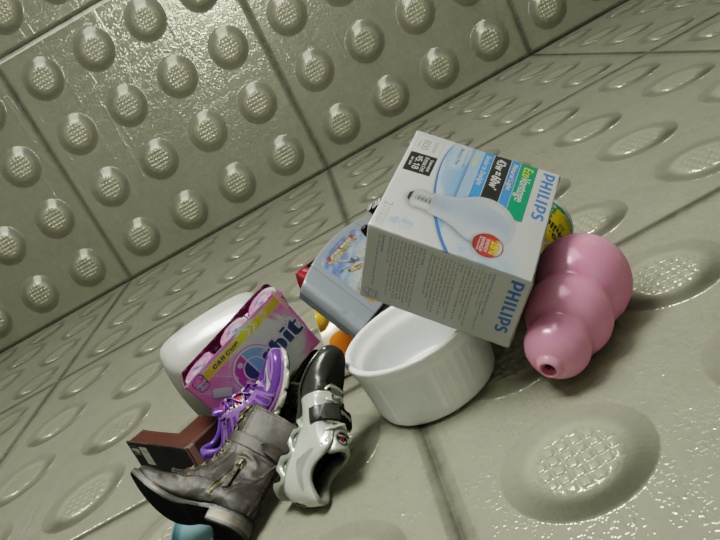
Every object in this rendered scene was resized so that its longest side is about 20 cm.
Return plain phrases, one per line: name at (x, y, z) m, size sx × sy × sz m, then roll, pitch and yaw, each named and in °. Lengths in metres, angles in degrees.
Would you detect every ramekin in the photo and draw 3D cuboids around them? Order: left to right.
ramekin at (0.085, 0.116, 0.935) m, size 0.198 × 0.099 × 0.201 m, roll -26°, pitch 17°, yaw 9°

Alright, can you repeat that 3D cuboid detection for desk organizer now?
desk organizer at (-0.287, 0.283, 1.108) m, size 0.198 × 0.073 × 0.077 m, roll -10°, pitch 23°, yaw 46°

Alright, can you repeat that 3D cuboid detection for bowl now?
bowl at (-0.213, 0.161, 1.150) m, size 0.198 × 0.202 × 0.075 m, roll -32°, pitch 38°, yaw -11°

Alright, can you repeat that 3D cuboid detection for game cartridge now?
game cartridge at (0.000, 0.000, 1.075) m, size 0.200 × 0.132 × 0.042 m, roll -48°, pitch -8°, yaw -35°

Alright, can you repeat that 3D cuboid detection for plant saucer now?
plant saucer at (-0.214, 0.355, 0.884) m, size 0.069 × 0.019 × 0.200 m, roll -29°, pitch 17°, yaw 1°

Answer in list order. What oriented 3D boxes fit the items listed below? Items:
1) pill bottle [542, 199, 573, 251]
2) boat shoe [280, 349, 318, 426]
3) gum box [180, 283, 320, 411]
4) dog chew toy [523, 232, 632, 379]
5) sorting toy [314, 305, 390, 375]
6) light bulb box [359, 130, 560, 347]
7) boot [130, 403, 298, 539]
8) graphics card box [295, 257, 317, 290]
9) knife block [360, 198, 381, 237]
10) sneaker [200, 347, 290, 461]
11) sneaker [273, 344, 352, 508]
pill bottle at (0.244, -0.023, 1.044) m, size 0.111 × 0.114 × 0.200 m, roll -13°, pitch 23°, yaw 41°
boat shoe at (-0.099, 0.198, 1.052) m, size 0.072 × 0.066 × 0.201 m, roll -17°, pitch 22°, yaw 28°
gum box at (-0.166, 0.130, 1.065) m, size 0.200 × 0.114 × 0.066 m, roll -47°, pitch 23°, yaw -6°
dog chew toy at (0.255, 0.047, 0.835) m, size 0.123 × 0.125 × 0.201 m, roll -12°, pitch 32°, yaw 42°
sorting toy at (0.019, 0.061, 1.181) m, size 0.177 × 0.108 × 0.200 m, roll -25°, pitch 18°, yaw 6°
light bulb box at (0.125, -0.044, 0.861) m, size 0.196 × 0.126 × 0.200 m, roll 18°, pitch 49°, yaw 10°
boot at (-0.181, 0.250, 0.911) m, size 0.196 × 0.070 × 0.175 m, roll 19°, pitch 50°, yaw 13°
graphics card box at (0.002, -0.014, 1.172) m, size 0.124 × 0.052 × 0.199 m, roll 17°, pitch 44°, yaw 41°
knife block at (0.083, -0.016, 1.039) m, size 0.173 × 0.202 × 0.064 m, roll 23°, pitch 57°, yaw 26°
sneaker at (-0.166, 0.200, 0.998) m, size 0.203 × 0.083 × 0.081 m, roll -61°, pitch 18°, yaw -1°
sneaker at (-0.039, 0.196, 0.868) m, size 0.087 × 0.074 × 0.204 m, roll 0°, pitch 71°, yaw 43°
